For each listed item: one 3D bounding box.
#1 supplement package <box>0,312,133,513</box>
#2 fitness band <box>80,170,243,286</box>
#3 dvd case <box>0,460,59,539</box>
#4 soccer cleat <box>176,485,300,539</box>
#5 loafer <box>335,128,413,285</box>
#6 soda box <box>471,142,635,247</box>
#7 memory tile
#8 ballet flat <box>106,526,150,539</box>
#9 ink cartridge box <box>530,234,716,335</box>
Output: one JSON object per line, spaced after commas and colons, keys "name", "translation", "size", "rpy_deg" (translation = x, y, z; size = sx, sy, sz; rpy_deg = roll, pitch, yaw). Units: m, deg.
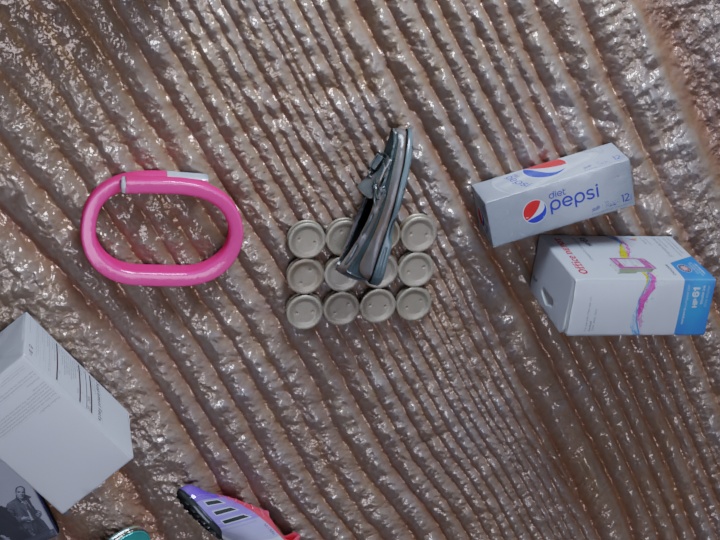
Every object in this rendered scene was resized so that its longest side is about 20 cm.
{"name": "supplement package", "translation": [-0.394, 0.178, 1.559], "size": [0.121, 0.120, 0.200], "rpy_deg": [-37, 117, 4]}
{"name": "fitness band", "translation": [-0.243, -0.049, 1.537], "size": [0.198, 0.037, 0.145], "rpy_deg": [2, 114, -13]}
{"name": "dvd case", "translation": [-0.504, 0.294, 1.642], "size": [0.149, 0.025, 0.201], "rpy_deg": [-20, 117, -3]}
{"name": "soccer cleat", "translation": [-0.169, 0.346, 1.729], "size": [0.200, 0.068, 0.073], "rpy_deg": [43, 76, -22]}
{"name": "loafer", "translation": [0.018, -0.082, 1.556], "size": [0.062, 0.072, 0.202], "rpy_deg": [11, 101, -7]}
{"name": "soda box", "translation": [0.249, -0.098, 1.613], "size": [0.198, 0.064, 0.069], "rpy_deg": [-17, 118, -4]}
{"name": "memory tile", "translation": [0.000, 0.000, 1.628], "size": [0.198, 0.017, 0.155], "rpy_deg": [-3, 115, -11]}
{"name": "ballet flat", "translation": [-0.364, 0.430, 1.699], "size": [0.069, 0.071, 0.201], "rpy_deg": [46, 62, -24]}
{"name": "ink cartridge box", "translation": [0.340, 0.018, 1.643], "size": [0.198, 0.145, 0.085], "rpy_deg": [-1, 115, -13]}
